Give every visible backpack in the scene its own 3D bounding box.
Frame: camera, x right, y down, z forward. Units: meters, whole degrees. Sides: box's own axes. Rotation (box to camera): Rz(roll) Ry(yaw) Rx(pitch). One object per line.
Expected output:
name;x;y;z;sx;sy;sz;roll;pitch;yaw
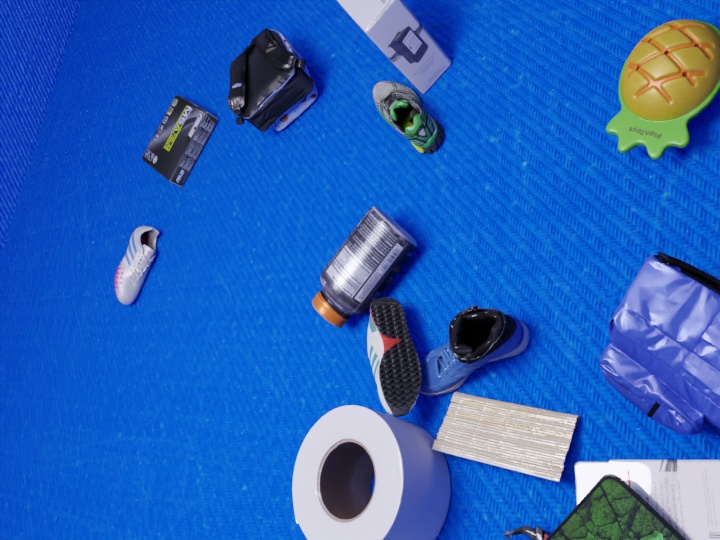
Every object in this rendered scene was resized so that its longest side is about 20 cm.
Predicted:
backpack;-0.193;-0.424;1.415;0.197;0.153;0.194;-32;62;16
backpack;0.387;0.103;0.721;0.198;0.161;0.171;34;102;29

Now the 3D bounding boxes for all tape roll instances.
tape roll;0.016;0.313;0.940;0.199;0.138;0.208;-16;62;33

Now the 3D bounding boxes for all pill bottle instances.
pill bottle;0.000;0.000;1.108;0.201;0.105;0.106;-51;49;10

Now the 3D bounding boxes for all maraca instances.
maraca;0.416;-0.249;0.874;0.135;0.106;0.204;22;86;41

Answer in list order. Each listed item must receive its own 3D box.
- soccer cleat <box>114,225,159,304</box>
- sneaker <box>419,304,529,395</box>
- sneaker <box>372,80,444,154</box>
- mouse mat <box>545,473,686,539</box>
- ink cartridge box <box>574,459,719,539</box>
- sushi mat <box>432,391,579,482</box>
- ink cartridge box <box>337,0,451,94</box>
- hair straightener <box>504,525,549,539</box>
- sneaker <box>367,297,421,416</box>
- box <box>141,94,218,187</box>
soccer cleat;-0.551;-0.018;1.585;0.085;0.069;0.206;-6;68;37
sneaker;0.141;0.117;0.940;0.197;0.110;0.078;-29;55;26
sneaker;0.078;-0.301;1.186;0.078;0.085;0.201;-48;49;11
mouse mat;0.284;0.350;0.719;0.161;0.007;0.203;42;119;25
ink cartridge box;0.352;0.278;0.728;0.196;0.067;0.119;-11;66;35
sushi mat;0.197;0.227;0.894;0.196;0.012;0.097;3;55;39
ink cartridge box;0.062;-0.443;1.182;0.084;0.199;0.146;-43;50;14
hair straightener;0.257;0.381;0.777;0.197;0.041;0.079;22;86;37
sneaker;0.050;0.148;1.021;0.068;0.095;0.204;-4;53;-8
box;-0.476;-0.343;1.679;0.192;0.047;0.203;34;95;45
